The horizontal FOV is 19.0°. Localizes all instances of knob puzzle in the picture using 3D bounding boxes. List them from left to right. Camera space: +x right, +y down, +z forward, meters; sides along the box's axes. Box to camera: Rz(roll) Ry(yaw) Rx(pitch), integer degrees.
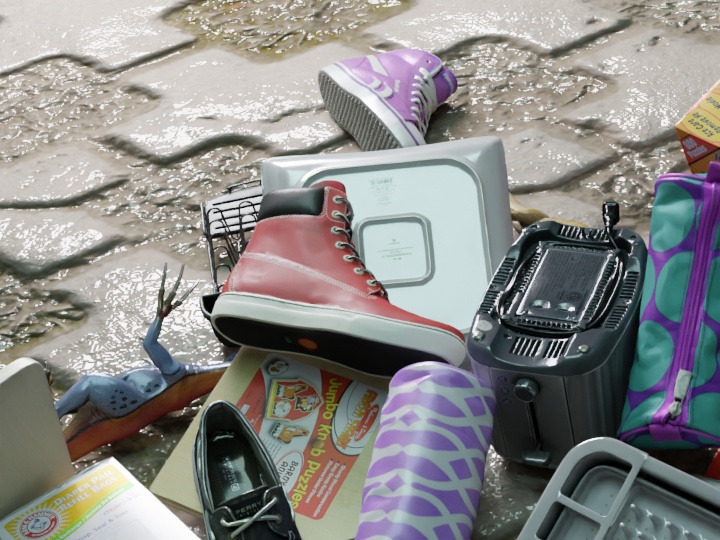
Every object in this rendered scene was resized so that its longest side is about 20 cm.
[{"bbox_3d":[-0.027,0.137,1.601,0.219,0.030,0.220,-3,49,3],"label":"knob puzzle"}]

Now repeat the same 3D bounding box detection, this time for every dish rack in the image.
[{"bbox_3d":[-0.062,-0.022,1.797,0.153,0.055,0.200,-10,43,-1],"label":"dish rack"},{"bbox_3d":[0.188,0.216,1.390,0.200,0.044,0.172,24,78,38],"label":"dish rack"}]

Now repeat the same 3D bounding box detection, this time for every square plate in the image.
[{"bbox_3d":[0.025,-0.011,1.703,0.199,0.028,0.199,-6,70,0],"label":"square plate"}]

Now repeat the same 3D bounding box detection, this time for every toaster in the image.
[{"bbox_3d":[0.153,0.055,1.588,0.113,0.129,0.200,6,40,20],"label":"toaster"}]

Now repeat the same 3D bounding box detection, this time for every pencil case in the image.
[{"bbox_3d":[0.037,0.162,1.476,0.084,0.085,0.200,28,59,-17],"label":"pencil case"},{"bbox_3d":[0.236,0.030,1.518,0.085,0.092,0.201,8,80,8],"label":"pencil case"}]

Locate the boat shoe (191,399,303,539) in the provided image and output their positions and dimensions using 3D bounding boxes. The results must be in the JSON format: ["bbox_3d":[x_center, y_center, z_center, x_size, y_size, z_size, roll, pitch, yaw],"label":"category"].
[{"bbox_3d":[-0.081,0.178,1.505,0.072,0.071,0.200,-20,51,-11],"label":"boat shoe"}]

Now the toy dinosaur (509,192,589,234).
[{"bbox_3d":[0.142,-0.033,1.790,0.101,0.058,0.200,-16,34,-35],"label":"toy dinosaur"}]

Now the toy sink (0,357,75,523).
[{"bbox_3d":[-0.284,0.152,1.503,0.112,0.200,0.130,23,48,37],"label":"toy sink"}]

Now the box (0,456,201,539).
[{"bbox_3d":[-0.147,0.232,1.435,0.101,0.113,0.200,-30,40,-23],"label":"box"}]

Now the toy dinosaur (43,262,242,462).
[{"bbox_3d":[-0.163,0.101,1.682,0.181,0.105,0.201,6,75,1],"label":"toy dinosaur"}]

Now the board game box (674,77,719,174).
[{"bbox_3d":[0.393,-0.073,1.606,0.200,0.200,0.200,-45,46,-15],"label":"board game box"}]

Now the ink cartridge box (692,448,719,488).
[{"bbox_3d":[0.297,0.163,1.475,0.160,0.047,0.200,11,43,27],"label":"ink cartridge box"}]

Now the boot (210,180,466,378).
[{"bbox_3d":[0.000,0.000,1.635,0.199,0.072,0.145,13,63,20],"label":"boot"}]

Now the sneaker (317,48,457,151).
[{"bbox_3d":[0.046,-0.150,1.942,0.114,0.073,0.201,-17,36,-14],"label":"sneaker"}]
